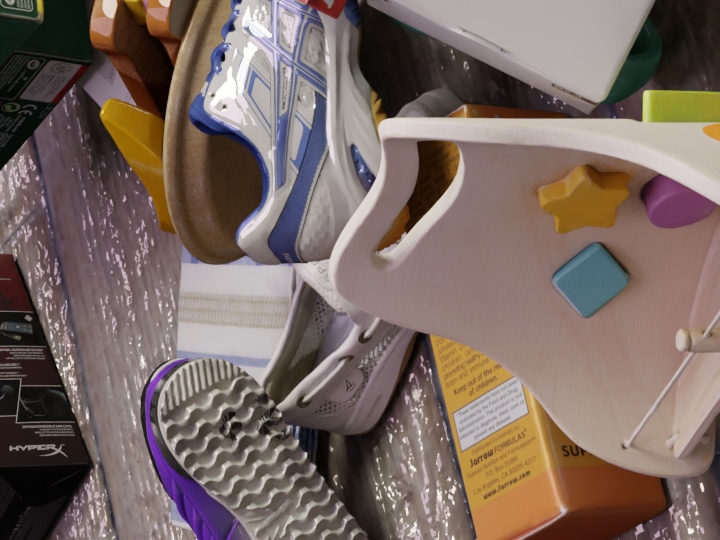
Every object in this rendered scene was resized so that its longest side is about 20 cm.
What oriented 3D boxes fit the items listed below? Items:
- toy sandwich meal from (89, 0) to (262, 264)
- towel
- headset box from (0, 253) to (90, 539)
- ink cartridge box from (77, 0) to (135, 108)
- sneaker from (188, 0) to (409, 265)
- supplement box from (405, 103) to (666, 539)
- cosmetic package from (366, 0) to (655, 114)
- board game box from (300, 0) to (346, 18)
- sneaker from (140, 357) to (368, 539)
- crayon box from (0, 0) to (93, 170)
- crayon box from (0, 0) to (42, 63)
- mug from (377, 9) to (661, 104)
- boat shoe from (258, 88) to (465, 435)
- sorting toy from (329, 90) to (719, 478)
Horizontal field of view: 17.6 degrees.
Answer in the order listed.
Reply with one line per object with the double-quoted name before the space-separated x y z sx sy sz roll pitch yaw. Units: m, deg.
"toy sandwich meal" -0.070 -0.101 1.175 0.070 0.205 0.206 16 105 21
"towel" -0.063 0.055 1.308 0.147 0.024 0.201 -1 87 58
"headset box" -0.267 0.095 1.554 0.149 0.077 0.200 -56 45 37
"ink cartridge box" -0.098 -0.187 1.308 0.176 0.084 0.200 46 126 48
"sneaker" -0.041 -0.100 1.066 0.075 0.088 0.201 89 167 -84
"supplement box" 0.075 0.026 1.070 0.069 0.066 0.201 -38 59 48
"cosmetic package" 0.092 -0.176 0.944 0.200 0.113 0.081 -61 -2 2
"board game box" -0.032 -0.182 1.004 0.103 0.019 0.200 -62 31 7
"sneaker" -0.054 0.129 1.216 0.201 0.069 0.099 64 159 -13
"crayon box" -0.231 -0.156 1.387 0.200 0.058 0.173 -39 53 50
"crayon box" -0.244 -0.193 1.286 0.172 0.058 0.201 -33 59 50
"mug" 0.064 -0.173 1.048 0.185 0.114 0.152 35 117 51
"boat shoe" 0.000 0.000 1.175 0.071 0.069 0.200 49 127 46
"sorting toy" 0.085 -0.015 0.922 0.200 0.179 0.107 113 161 -56
